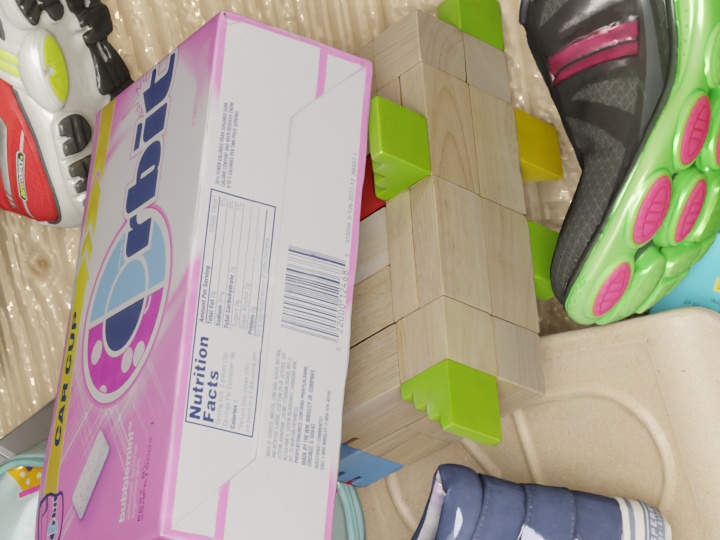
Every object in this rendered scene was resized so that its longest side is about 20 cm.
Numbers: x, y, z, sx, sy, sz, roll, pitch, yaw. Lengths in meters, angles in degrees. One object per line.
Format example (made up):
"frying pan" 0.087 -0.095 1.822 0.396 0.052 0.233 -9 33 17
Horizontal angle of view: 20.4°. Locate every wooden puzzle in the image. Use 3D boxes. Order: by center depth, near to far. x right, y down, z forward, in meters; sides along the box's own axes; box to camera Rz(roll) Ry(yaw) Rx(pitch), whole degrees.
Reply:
"wooden puzzle" 0.083 0.115 0.802 0.199 0.046 0.186 -14 97 34

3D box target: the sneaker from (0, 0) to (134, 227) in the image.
"sneaker" -0.158 -0.112 0.861 0.084 0.077 0.201 -1 109 30

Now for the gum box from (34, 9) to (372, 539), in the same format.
"gum box" -0.058 0.024 0.723 0.066 0.201 0.113 16 157 -27

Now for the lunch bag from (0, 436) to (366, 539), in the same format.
"lunch bag" -0.071 0.165 0.834 0.159 0.077 0.202 3 107 20

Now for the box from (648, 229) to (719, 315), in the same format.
"box" 0.145 0.074 0.809 0.082 0.049 0.201 19 117 17

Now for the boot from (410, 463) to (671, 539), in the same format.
"boot" 0.041 0.165 0.756 0.090 0.073 0.201 15 108 -9

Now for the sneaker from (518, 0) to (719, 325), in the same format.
"sneaker" 0.101 -0.078 0.741 0.083 0.077 0.201 8 85 37

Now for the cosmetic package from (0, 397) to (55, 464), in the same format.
"cosmetic package" -0.081 0.150 0.924 0.199 0.090 0.107 30 119 15

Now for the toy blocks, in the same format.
"toy blocks" 0.000 0.000 0.784 0.136 0.100 0.201 -32 50 39
